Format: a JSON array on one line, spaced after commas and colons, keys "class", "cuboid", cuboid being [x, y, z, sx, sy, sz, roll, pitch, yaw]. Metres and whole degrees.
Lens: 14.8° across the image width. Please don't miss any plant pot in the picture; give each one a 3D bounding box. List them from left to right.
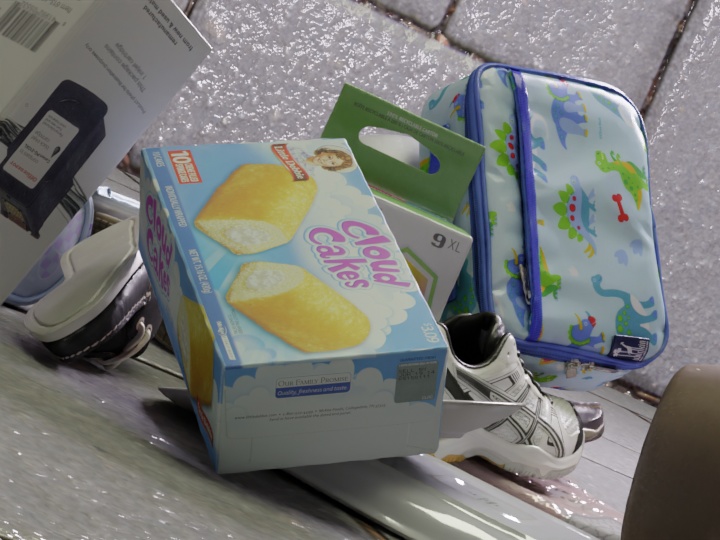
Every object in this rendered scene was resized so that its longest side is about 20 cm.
[{"class": "plant pot", "cuboid": [0.235, 0.132, 1.473, 0.173, 0.202, 0.200, 17, 1, 14]}]

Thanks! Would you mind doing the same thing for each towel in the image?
[{"class": "towel", "cuboid": [0.132, 0.154, 1.726, 0.190, 0.032, 0.200, 26, 2, 29]}]

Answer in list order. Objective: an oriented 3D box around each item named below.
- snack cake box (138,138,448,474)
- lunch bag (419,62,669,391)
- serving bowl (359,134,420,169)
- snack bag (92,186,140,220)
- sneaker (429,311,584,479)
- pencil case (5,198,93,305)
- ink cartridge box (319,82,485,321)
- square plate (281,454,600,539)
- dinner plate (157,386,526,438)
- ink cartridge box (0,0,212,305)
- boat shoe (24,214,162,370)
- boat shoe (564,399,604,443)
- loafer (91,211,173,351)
[{"class": "snack cake box", "cuboid": [-0.038, 0.013, 1.393, 0.114, 0.068, 0.200, -5, 35, -15]}, {"class": "lunch bag", "cuboid": [0.114, -0.027, 1.771, 0.160, 0.202, 0.082, 12, -23, -34]}, {"class": "serving bowl", "cuboid": [0.010, 0.013, 1.824, 0.199, 0.201, 0.066, 23, 26, -24]}, {"class": "snack bag", "cuboid": [-0.226, -0.045, 1.907, 0.199, 0.022, 0.188, 6, -7, 25]}, {"class": "sneaker", "cuboid": [0.081, 0.071, 1.660, 0.075, 0.088, 0.199, 25, 8, 37]}, {"class": "pencil case", "cuboid": [-0.250, -0.049, 1.655, 0.199, 0.084, 0.090, 27, 18, 39]}, {"class": "ink cartridge box", "cuboid": [0.000, 0.000, 1.676, 0.103, 0.201, 0.059, 23, 3, -13]}, {"class": "square plate", "cuboid": [0.061, 0.134, 1.483, 0.197, 0.029, 0.200, 26, 3, 17]}, {"class": "dinner plate", "cuboid": [-0.010, 0.076, 1.485, 0.198, 0.024, 0.200, 2, -4, 0]}, {"class": "ink cartridge box", "cuboid": [-0.201, -0.088, 1.487, 0.144, 0.200, 0.084, 27, -16, 46]}, {"class": "boat shoe", "cuboid": [-0.138, 0.021, 1.525, 0.061, 0.074, 0.200, 62, 3, -11]}, {"class": "boat shoe", "cuboid": [0.072, 0.073, 1.786, 0.199, 0.074, 0.074, 10, -10, -27]}, {"class": "loafer", "cuboid": [-0.116, 0.010, 1.800, 0.199, 0.076, 0.068, 26, 9, 40]}]
